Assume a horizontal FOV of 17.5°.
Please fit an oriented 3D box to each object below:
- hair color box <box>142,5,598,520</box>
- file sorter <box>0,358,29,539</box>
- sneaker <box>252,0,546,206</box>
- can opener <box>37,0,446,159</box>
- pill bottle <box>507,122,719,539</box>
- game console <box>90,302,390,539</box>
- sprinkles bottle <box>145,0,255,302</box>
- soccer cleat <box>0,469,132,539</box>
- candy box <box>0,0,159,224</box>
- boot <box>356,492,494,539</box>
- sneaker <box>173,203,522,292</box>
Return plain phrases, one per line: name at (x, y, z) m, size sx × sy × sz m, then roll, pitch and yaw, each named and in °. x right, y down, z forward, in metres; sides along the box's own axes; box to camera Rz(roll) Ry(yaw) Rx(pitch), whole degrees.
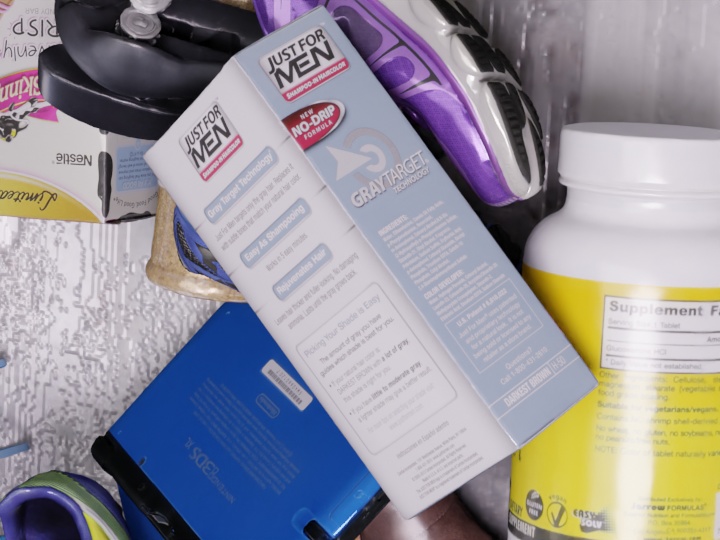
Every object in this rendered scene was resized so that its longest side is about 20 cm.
hair color box at (0.002, -0.002, 1.005) m, size 0.200 × 0.061 × 0.099 m, roll 54°, pitch 143°, yaw 3°
file sorter at (-0.238, 0.159, 1.237) m, size 0.122 × 0.139 × 0.201 m, roll -16°, pitch 88°, yaw 25°
sneaker at (0.005, -0.099, 1.046) m, size 0.083 × 0.081 × 0.200 m, roll -46°, pitch 77°, yaw 13°
can opener at (-0.050, -0.095, 1.096) m, size 0.199 × 0.079 × 0.064 m, roll 10°, pitch 63°, yaw -7°
pill bottle at (0.126, 0.037, 1.046) m, size 0.112 × 0.112 × 0.201 m, roll 7°, pitch 98°, yaw 27°
game console at (-0.043, 0.134, 1.143) m, size 0.171 × 0.118 × 0.200 m, roll -47°, pitch 35°, yaw -3°
sprinkles bottle at (-0.062, -0.088, 1.154) m, size 0.068 × 0.068 × 0.201 m, roll 14°, pitch 102°, yaw 26°
soccer cleat at (-0.118, 0.187, 1.109) m, size 0.065 × 0.084 × 0.201 m, roll -32°, pitch 72°, yaw 14°
candy box at (-0.172, -0.129, 1.211) m, size 0.136 × 0.061 × 0.201 m, roll 4°, pitch 98°, yaw 27°
boot at (0.068, 0.155, 1.130) m, size 0.166 × 0.072 × 0.201 m, roll 14°, pitch 98°, yaw 11°
sneaker at (0.000, 0.000, 1.112) m, size 0.199 × 0.076 × 0.078 m, roll 27°, pitch 147°, yaw -6°
